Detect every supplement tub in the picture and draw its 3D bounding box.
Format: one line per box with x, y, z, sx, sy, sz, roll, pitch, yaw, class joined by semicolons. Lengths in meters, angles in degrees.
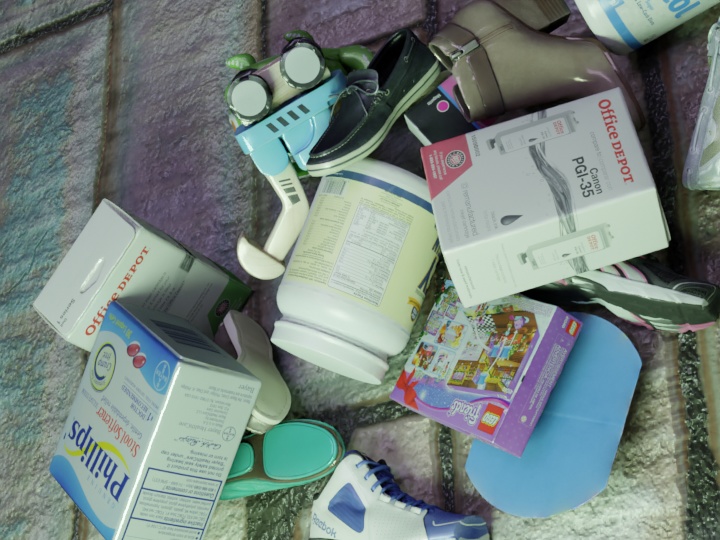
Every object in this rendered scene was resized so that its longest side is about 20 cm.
0.306;-0.311;1.503;0.199;0.132;0.133;-29;55;23;supplement tub
0.000;0.000;1.571;0.144;0.145;0.202;14;78;38;supplement tub

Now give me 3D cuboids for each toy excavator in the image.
-0.078;-0.116;1.610;0.193;0.201;0.100;-31;11;3;toy excavator

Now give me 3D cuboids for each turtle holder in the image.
-0.054;-0.180;1.715;0.183;0.141;0.133;-11;74;-9;turtle holder

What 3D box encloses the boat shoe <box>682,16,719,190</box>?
0.344;-0.173;1.452;0.064;0.074;0.204;0;77;31;boat shoe

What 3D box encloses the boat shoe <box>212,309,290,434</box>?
-0.124;0.117;1.630;0.060;0.072;0.200;-50;29;15;boat shoe

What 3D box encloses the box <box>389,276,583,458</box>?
0.116;0.088;1.472;0.200;0.039;0.138;17;79;62;box

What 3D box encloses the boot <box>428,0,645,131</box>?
0.165;-0.186;1.505;0.145;0.070;0.201;-29;68;-11;boot

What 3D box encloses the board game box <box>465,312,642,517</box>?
0.188;0.139;1.438;0.157;0.039;0.202;5;69;42;board game box

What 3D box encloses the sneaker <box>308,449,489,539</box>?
0.022;0.229;1.488;0.198;0.080;0.117;-11;71;33;sneaker

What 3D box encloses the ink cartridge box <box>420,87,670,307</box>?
0.167;-0.069;1.413;0.198;0.083;0.147;-17;46;8;ink cartridge box

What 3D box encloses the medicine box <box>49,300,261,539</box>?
-0.213;0.160;1.573;0.182;0.102;0.202;30;101;54;medicine box

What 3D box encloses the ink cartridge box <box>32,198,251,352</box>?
-0.237;0.030;1.690;0.084;0.200;0.147;36;91;41;ink cartridge box

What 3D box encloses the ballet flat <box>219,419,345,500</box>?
-0.090;0.197;1.595;0.198;0.070;0.068;-13;66;27;ballet flat

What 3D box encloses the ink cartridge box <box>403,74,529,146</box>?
0.139;-0.113;1.524;0.094;0.037;0.200;-39;65;-4;ink cartridge box

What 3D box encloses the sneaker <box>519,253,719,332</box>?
0.240;-0.008;1.429;0.198;0.080;0.087;15;73;20;sneaker

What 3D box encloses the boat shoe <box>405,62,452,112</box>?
0.131;-0.203;1.614;0.198;0.071;0.063;-4;56;36;boat shoe

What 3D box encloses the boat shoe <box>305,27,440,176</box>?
0.005;-0.169;1.547;0.074;0.062;0.200;3;45;51;boat shoe
